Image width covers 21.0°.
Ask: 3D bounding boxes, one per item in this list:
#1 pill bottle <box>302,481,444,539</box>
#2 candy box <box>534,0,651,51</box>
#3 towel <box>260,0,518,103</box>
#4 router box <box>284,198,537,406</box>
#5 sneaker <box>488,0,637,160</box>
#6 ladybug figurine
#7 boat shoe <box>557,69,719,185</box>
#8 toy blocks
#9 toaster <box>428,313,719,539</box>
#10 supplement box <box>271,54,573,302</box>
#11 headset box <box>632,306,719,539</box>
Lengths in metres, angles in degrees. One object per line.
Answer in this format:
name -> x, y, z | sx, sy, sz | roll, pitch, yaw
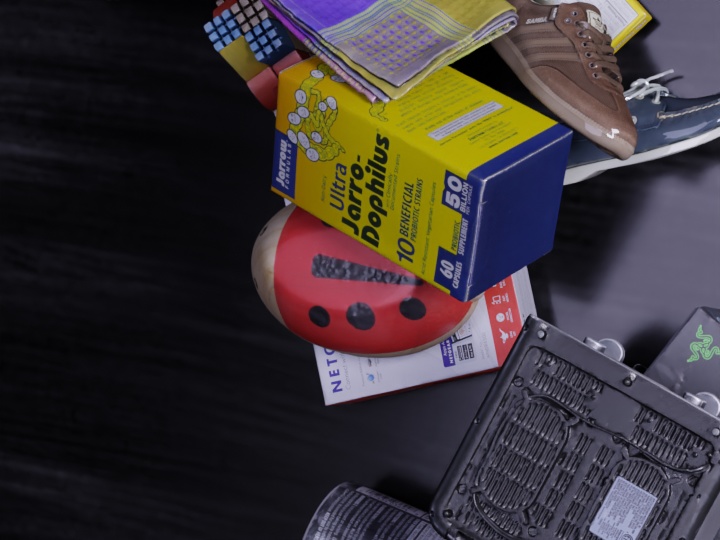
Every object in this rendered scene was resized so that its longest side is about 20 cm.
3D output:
pill bottle -> 0.057, 0.249, 1.525 | 0.200, 0.106, 0.106 | 21, 96, 21
candy box -> 0.131, -0.239, 1.555 | 0.102, 0.026, 0.200 | -44, 73, 18
towel -> 0.008, -0.213, 1.466 | 0.144, 0.023, 0.200 | -33, 61, -24
router box -> 0.041, -0.004, 1.570 | 0.179, 0.049, 0.200 | -15, 83, 21
sneaker -> 0.157, -0.163, 1.457 | 0.076, 0.070, 0.200 | -50, 46, 14
ladybug figurine -> 0.000, 0.000, 1.521 | 0.200, 0.072, 0.136 | 5, 90, 22
boat shoe -> 0.209, -0.113, 1.496 | 0.200, 0.075, 0.062 | -16, 93, 30
toy blocks -> -0.070, -0.184, 1.575 | 0.100, 0.137, 0.200 | -32, 76, 18
toaster -> 0.164, 0.156, 1.374 | 0.181, 0.119, 0.200 | 29, 95, 22
supplement box -> 0.042, -0.082, 1.451 | 0.200, 0.109, 0.109 | 31, 132, 31
headset box -> 0.274, 0.146, 1.447 | 0.200, 0.093, 0.174 | 42, 102, 19
